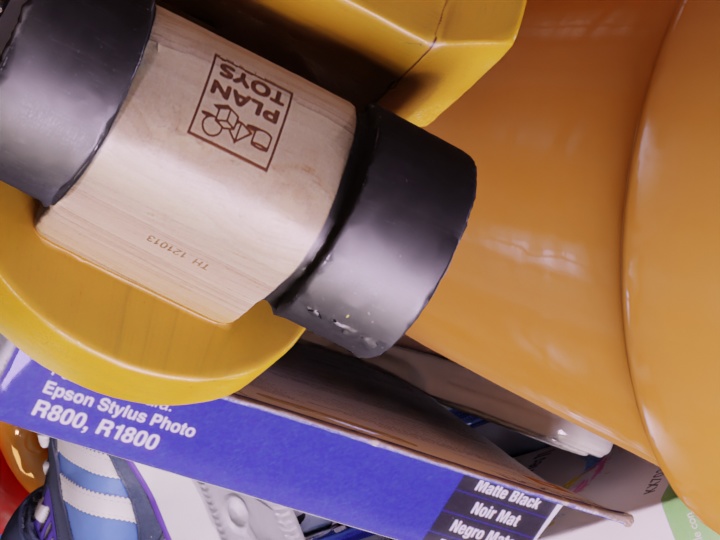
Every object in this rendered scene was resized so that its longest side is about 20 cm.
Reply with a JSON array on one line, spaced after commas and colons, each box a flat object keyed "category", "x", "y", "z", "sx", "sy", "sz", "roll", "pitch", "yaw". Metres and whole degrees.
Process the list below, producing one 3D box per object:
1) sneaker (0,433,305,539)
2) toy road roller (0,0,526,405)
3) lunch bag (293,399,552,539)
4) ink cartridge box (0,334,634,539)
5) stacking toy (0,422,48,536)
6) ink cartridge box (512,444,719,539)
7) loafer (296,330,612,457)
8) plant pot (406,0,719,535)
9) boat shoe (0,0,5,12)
[{"category": "sneaker", "x": -0.112, "y": 0.077, "z": 0.998, "sx": 0.146, "sy": 0.201, "sz": 0.080, "roll": -26, "pitch": 173, "yaw": 33}, {"category": "toy road roller", "x": -0.042, "y": -0.060, "z": 0.672, "sx": 0.123, "sy": 0.201, "sz": 0.146, "roll": 26, "pitch": 150, "yaw": -16}, {"category": "lunch bag", "x": 0.049, "y": 0.075, "z": 1.029, "sx": 0.199, "sy": 0.076, "sz": 0.160, "roll": -24, "pitch": 145, "yaw": 22}, {"category": "ink cartridge box", "x": -0.042, "y": 0.044, "z": 0.823, "sx": 0.199, "sy": 0.041, "sz": 0.200, "roll": 19, "pitch": -176, "yaw": -26}, {"category": "stacking toy", "x": -0.096, "y": 0.047, "z": 1.075, "sx": 0.199, "sy": 0.110, "sz": 0.116, "roll": -13, "pitch": 163, "yaw": 21}, {"category": "ink cartridge box", "x": 0.077, "y": 0.105, "z": 0.901, "sx": 0.199, "sy": 0.117, "sz": 0.068, "roll": -20, "pitch": 98, "yaw": 26}, {"category": "loafer", "x": 0.000, "y": 0.000, "z": 0.858, "sx": 0.199, "sy": 0.063, "sz": 0.072, "roll": 22, "pitch": 177, "yaw": 2}, {"category": "plant pot", "x": 0.099, "y": -0.027, "z": 0.736, "sx": 0.183, "sy": 0.201, "sz": 0.200, "roll": 12, "pitch": 161, "yaw": 39}, {"category": "boat shoe", "x": -0.180, "y": -0.067, "z": 0.878, "sx": 0.074, "sy": 0.074, "sz": 0.200, "roll": 30, "pitch": 149, "yaw": -35}]
